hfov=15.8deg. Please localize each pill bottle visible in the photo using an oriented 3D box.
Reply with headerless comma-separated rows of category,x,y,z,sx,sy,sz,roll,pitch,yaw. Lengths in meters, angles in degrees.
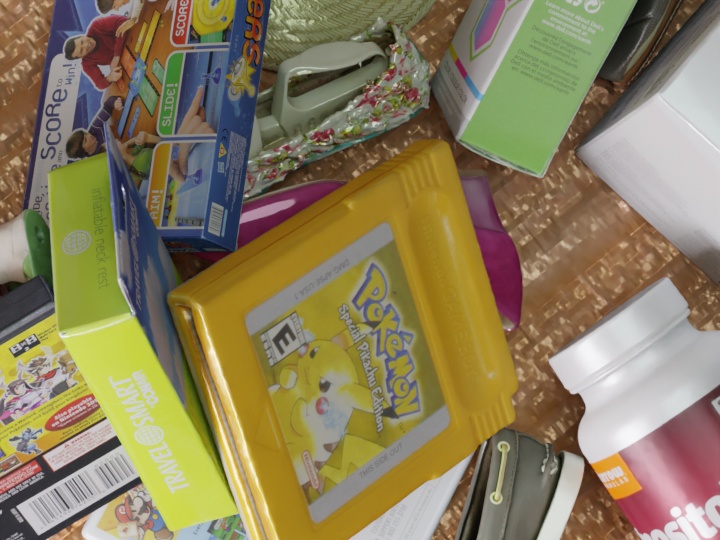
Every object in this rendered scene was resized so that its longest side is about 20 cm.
pill bottle,0.198,0.110,1.497,0.113,0.113,0.200,-34,88,-11

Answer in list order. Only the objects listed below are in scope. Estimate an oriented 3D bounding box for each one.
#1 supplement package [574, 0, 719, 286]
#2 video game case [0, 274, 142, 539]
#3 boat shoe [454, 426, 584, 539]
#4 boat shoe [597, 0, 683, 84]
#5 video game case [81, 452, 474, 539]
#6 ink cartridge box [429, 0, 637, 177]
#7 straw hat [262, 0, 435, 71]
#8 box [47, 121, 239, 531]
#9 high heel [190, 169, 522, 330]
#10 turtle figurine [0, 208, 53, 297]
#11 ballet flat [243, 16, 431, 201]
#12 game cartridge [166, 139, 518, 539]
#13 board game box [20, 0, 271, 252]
supplement package,0.244,-0.086,1.482,0.152,0.200,0.151,42,80,-2
video game case,-0.222,0.106,1.402,0.200,0.181,0.026,-30,54,-4
boat shoe,0.064,0.187,1.489,0.060,0.072,0.202,26,75,-5
boat shoe,0.188,-0.205,1.541,0.074,0.076,0.200,6,110,-45
video game case,-0.036,0.107,1.510,0.182,0.023,0.200,28,81,-4
ink cartridge box,0.115,-0.165,1.481,0.059,0.104,0.200,23,107,-17
straw hat,-0.026,-0.219,1.518,0.200,0.085,0.202,1,83,-8
box,-0.118,0.033,1.382,0.048,0.200,0.122,-16,47,6
high heel,0.000,0.000,1.494,0.200,0.067,0.096,-6,73,-31
turtle figurine,-0.240,0.051,1.416,0.193,0.200,0.144,-18,129,15
ballet flat,-0.050,-0.090,1.504,0.200,0.064,0.076,-29,47,-16
game cartridge,-0.001,0.047,1.426,0.200,0.032,0.177,-32,115,-34
board game box,-0.120,-0.110,1.473,0.135,0.034,0.201,1,77,33
